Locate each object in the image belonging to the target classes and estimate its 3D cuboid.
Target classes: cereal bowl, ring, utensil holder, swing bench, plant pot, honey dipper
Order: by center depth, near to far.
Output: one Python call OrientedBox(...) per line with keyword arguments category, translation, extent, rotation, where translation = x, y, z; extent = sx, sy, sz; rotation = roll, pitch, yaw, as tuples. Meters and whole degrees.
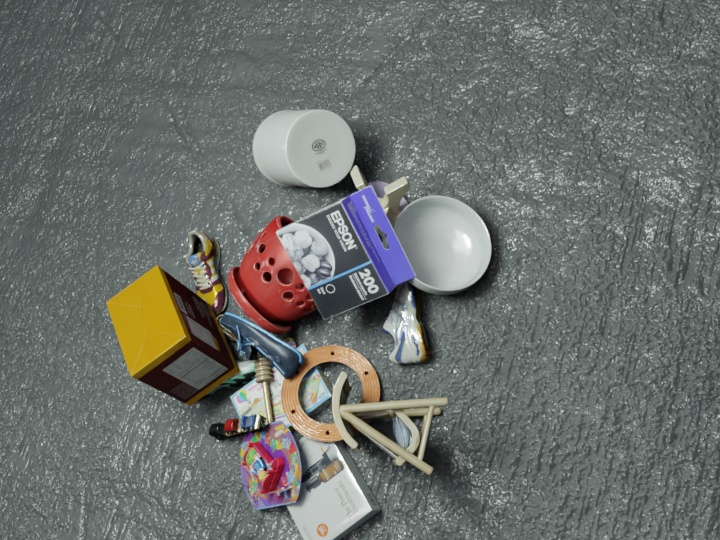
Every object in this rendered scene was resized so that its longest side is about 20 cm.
OrientedBox(category="swing bench", translation=(0.043, 0.276, 1.322), extent=(0.199, 0.199, 0.130), rotation=(13, 77, 6))
OrientedBox(category="cereal bowl", translation=(0.153, -0.043, 1.457), extent=(0.199, 0.083, 0.201), rotation=(3, 72, -9))
OrientedBox(category="ring", translation=(-0.060, 0.245, 1.471), extent=(0.199, 0.019, 0.201), rotation=(-2, 62, 4))
OrientedBox(category="honey dipper", translation=(-0.190, 0.279, 1.503), extent=(0.038, 0.038, 0.201), rotation=(-17, 68, 17))
OrientedBox(category="plant pot", translation=(-0.164, 0.014, 1.531), extent=(0.182, 0.200, 0.201), rotation=(-40, 62, 12))
OrientedBox(category="utensil holder", translation=(-0.121, -0.261, 1.571), extent=(0.171, 0.170, 0.200), rotation=(-61, 26, -5))

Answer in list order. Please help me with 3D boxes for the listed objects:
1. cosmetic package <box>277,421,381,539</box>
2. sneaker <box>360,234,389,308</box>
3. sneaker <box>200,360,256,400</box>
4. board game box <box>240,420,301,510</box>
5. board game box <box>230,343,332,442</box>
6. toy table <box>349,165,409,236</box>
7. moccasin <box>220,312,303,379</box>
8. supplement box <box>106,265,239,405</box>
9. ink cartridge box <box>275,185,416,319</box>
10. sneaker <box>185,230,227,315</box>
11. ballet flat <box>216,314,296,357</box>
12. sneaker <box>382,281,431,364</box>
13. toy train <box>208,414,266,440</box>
OrientedBox(category="cosmetic package", translation=(-0.075, 0.423, 1.437), extent=(0.151, 0.052, 0.200), rotation=(-40, 62, 10))
OrientedBox(category="sneaker", translation=(0.000, 0.000, 1.470), extent=(0.082, 0.201, 0.070), rotation=(1, 47, -14))
OrientedBox(category="sneaker", translation=(-0.313, 0.191, 1.601), extent=(0.199, 0.078, 0.141), rotation=(-20, 67, 16))
OrientedBox(category="board game box", translation=(-0.194, 0.386, 1.448), extent=(0.200, 0.039, 0.159), rotation=(-25, 69, 42))
OrientedBox(category="board game box", translation=(-0.162, 0.265, 1.536), extent=(0.200, 0.034, 0.135), rotation=(-36, 63, 8))
OrientedBox(category="toy table", translation=(0.036, -0.119, 1.534), extent=(0.184, 0.117, 0.200), rotation=(-39, 61, 7))
OrientedBox(category="moccasin", translation=(-0.211, 0.151, 1.491), extent=(0.199, 0.080, 0.068), rotation=(27, 79, 24))
OrientedBox(category="supplement box", translation=(-0.381, 0.136, 1.502), extent=(0.133, 0.200, 0.198), rotation=(-35, 55, 4))
OrientedBox(category="ink cartridge box", translation=(-0.026, -0.029, 1.374), extent=(0.199, 0.043, 0.199), rotation=(-24, 104, 18))
OrientedBox(category="sneaker", translation=(-0.360, 0.006, 1.676), extent=(0.075, 0.090, 0.201), rotation=(-22, 65, 15))
OrientedBox(category="ballet flat", translation=(-0.233, 0.142, 1.587), extent=(0.199, 0.071, 0.069), rotation=(19, 83, 27))
OrientedBox(category="sneaker", translation=(0.079, 0.088, 1.469), extent=(0.088, 0.075, 0.201), rotation=(-15, 67, 18))
OrientedBox(category="toy train", translation=(-0.255, 0.319, 1.505), extent=(0.200, 0.046, 0.034), rotation=(-23, 50, 47))
